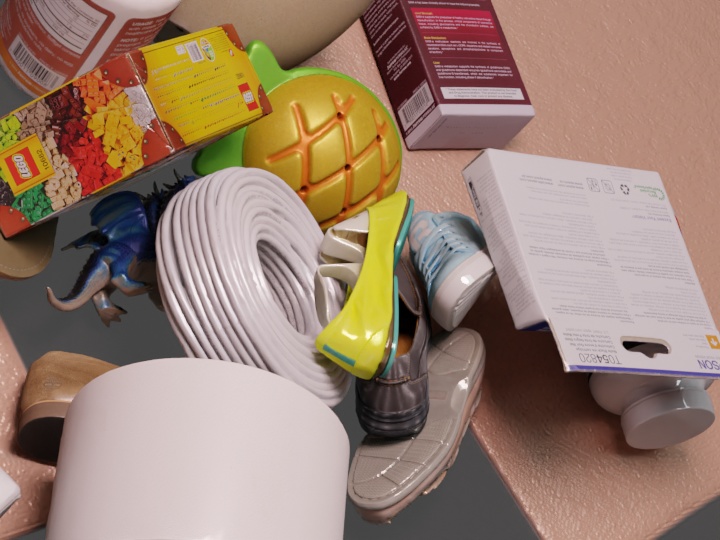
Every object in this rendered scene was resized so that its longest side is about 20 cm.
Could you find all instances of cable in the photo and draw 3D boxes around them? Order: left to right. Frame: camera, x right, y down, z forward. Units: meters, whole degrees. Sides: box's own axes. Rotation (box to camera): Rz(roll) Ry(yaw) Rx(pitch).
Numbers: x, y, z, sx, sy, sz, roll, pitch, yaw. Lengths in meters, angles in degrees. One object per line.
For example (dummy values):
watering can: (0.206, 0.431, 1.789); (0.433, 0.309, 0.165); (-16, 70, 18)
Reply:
cable: (-0.073, 0.022, 1.632); (0.201, 0.069, 0.200); (68, 21, 7)

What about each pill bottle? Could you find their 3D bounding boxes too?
pill bottle: (-0.195, -0.218, 1.690); (0.111, 0.200, 0.113); (17, 52, -24)
pill bottle: (0.234, 0.042, 1.865); (0.112, 0.112, 0.201); (4, 58, -32)

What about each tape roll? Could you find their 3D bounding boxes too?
tape roll: (-0.109, 0.171, 1.487); (0.201, 0.203, 0.140); (20, 51, -21)

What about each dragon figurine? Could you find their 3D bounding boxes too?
dragon figurine: (-0.182, -0.018, 1.660); (0.199, 0.059, 0.100); (-14, 67, -44)

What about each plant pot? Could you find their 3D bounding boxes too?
plant pot: (-0.102, -0.228, 1.787); (0.200, 0.200, 0.135); (36, 74, -8)

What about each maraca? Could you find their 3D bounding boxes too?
maraca: (-0.050, -0.099, 1.760); (0.199, 0.107, 0.138); (27, 84, -32)

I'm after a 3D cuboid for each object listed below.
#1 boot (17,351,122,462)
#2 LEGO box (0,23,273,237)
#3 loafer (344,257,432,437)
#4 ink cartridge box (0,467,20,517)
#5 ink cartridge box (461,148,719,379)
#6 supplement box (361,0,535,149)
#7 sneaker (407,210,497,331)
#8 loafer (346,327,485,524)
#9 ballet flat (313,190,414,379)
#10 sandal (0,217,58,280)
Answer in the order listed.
boot: (-0.148, 0.106, 1.599); (0.199, 0.074, 0.076); (16, 43, -22)
LEGO box: (-0.172, -0.104, 1.609); (0.078, 0.148, 0.200); (64, 22, -3)
loafer: (0.023, 0.038, 1.724); (0.072, 0.073, 0.201); (-4, 39, -6)
ink cartridge box: (-0.340, 0.163, 1.416); (0.145, 0.084, 0.200); (46, 46, 1)
ink cartridge box: (0.189, 0.005, 1.744); (0.198, 0.041, 0.201); (6, 55, -38)
supplement box: (0.067, -0.206, 1.954); (0.108, 0.061, 0.201); (-2, 63, -36)
sneaker: (0.065, -0.007, 1.778); (0.082, 0.074, 0.200); (36, 8, 2)
loafer: (0.053, 0.130, 1.719); (0.201, 0.071, 0.063); (-58, 142, -42)
ballet flat: (0.000, 0.000, 1.654); (0.066, 0.067, 0.201); (16, 40, -6)
sandal: (-0.265, -0.039, 1.623); (0.078, 0.069, 0.212); (59, 22, -18)
